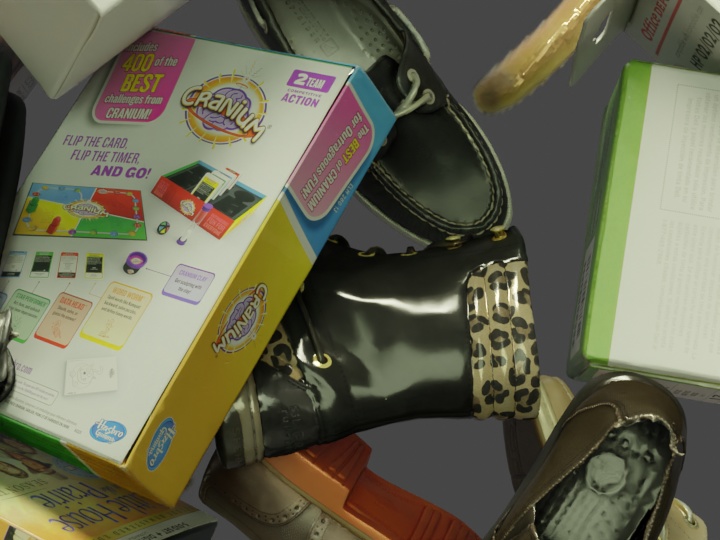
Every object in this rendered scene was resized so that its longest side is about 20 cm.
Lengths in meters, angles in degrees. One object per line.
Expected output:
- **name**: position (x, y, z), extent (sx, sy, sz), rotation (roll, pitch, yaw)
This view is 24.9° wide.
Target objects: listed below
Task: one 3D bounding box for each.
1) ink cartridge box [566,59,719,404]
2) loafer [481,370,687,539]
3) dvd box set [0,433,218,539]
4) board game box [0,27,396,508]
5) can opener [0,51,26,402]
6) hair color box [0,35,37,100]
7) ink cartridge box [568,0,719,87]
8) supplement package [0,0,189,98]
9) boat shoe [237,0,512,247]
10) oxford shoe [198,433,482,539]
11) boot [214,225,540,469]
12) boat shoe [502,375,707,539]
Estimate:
- **ink cartridge box**: position (0.210, -0.006, 0.783), extent (0.198, 0.076, 0.149), rotation (10, 80, 3)
- **loafer**: position (0.078, 0.134, 0.694), extent (0.073, 0.071, 0.201), rotation (24, 87, 4)
- **dvd box set**: position (-0.177, 0.090, 0.732), extent (0.199, 0.146, 0.030), rotation (24, 96, 15)
- **board game box**: position (-0.094, -0.011, 0.724), extent (0.152, 0.040, 0.201), rotation (16, 69, 38)
- **can opener**: position (-0.174, -0.017, 0.700), extent (0.078, 0.064, 0.201), rotation (6, 56, -1)
- **hair color box**: position (-0.243, -0.048, 0.791), extent (0.064, 0.111, 0.201), rotation (32, 83, 7)
- **ink cartridge box**: position (0.194, -0.154, 0.790), extent (0.068, 0.115, 0.200), rotation (43, 85, 9)
- **supplement package**: position (-0.142, -0.200, 0.709), extent (0.121, 0.120, 0.200), rotation (-41, 95, -23)
- **boat shoe**: position (0.005, -0.094, 0.814), extent (0.074, 0.060, 0.201), rotation (-33, 80, -5)
- **oxford shoe**: position (0.009, 0.146, 0.778), extent (0.200, 0.071, 0.073), rotation (43, 110, 7)
- **boot**: position (0.000, 0.000, 0.768), extent (0.149, 0.073, 0.201), rotation (-4, 46, -2)
- **boat shoe**: position (0.129, 0.136, 0.767), extent (0.065, 0.072, 0.201), rotation (-23, 79, -14)
